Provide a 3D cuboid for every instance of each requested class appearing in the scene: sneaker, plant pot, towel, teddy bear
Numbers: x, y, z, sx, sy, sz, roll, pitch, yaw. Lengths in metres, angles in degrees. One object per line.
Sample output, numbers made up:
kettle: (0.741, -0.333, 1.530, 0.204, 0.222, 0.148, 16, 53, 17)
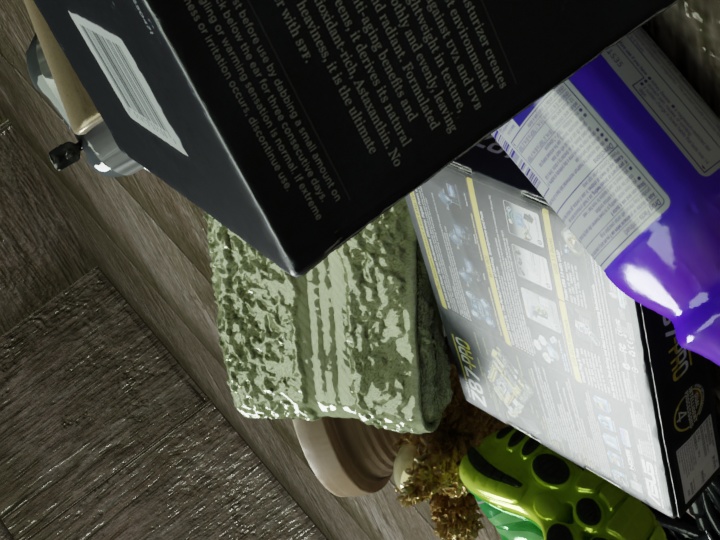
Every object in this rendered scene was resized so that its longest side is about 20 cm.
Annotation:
sneaker: (0.134, 0.165, 0.957, 0.084, 0.074, 0.200, 58, 172, -32)
plant pot: (0.017, 0.063, 1.167, 0.201, 0.092, 0.203, -9, -90, -71)
towel: (-0.023, -0.003, 0.904, 0.147, 0.036, 0.202, 3, 109, 23)
teddy bear: (0.075, 0.112, 1.077, 0.066, 0.146, 0.200, 1, 157, 22)

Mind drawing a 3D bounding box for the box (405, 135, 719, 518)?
box: (0.103, 0.019, 0.815, 0.161, 0.049, 0.201, 24, 145, 41)

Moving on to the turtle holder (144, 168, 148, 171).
turtle holder: (-0.138, -0.138, 1.178, 0.132, 0.141, 0.185, 56, 167, -14)

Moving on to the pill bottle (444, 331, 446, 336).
pill bottle: (-0.006, -0.043, 1.032, 0.201, 0.104, 0.104, 57, 167, -19)

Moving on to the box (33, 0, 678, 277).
box: (-0.009, -0.125, 0.587, 0.200, 0.198, 0.124, 32, 154, 58)

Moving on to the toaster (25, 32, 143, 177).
toaster: (-0.115, -0.145, 0.973, 0.114, 0.128, 0.200, 57, -152, -20)

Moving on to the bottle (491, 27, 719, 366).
bottle: (0.127, -0.029, 0.654, 0.200, 0.065, 0.084, 51, 155, 9)

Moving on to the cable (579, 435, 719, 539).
cable: (0.174, 0.118, 0.929, 0.163, 0.051, 0.201, 41, 162, 45)

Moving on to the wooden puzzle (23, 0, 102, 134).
wooden puzzle: (-0.117, -0.198, 0.861, 0.046, 0.199, 0.187, -9, -106, -55)
